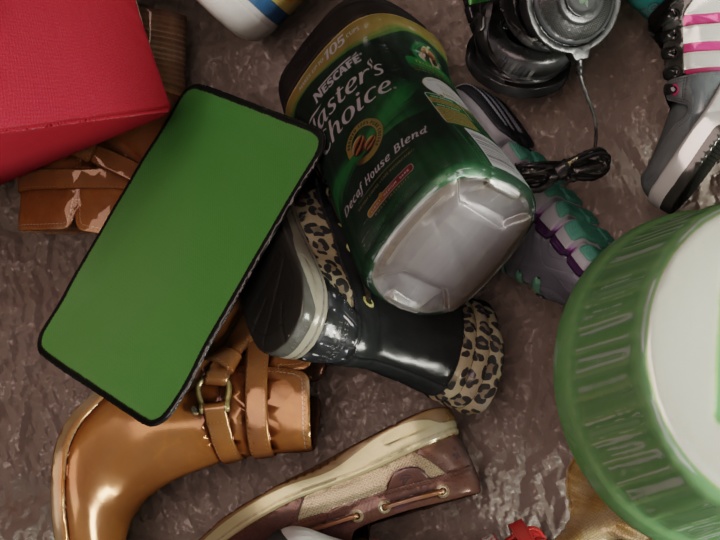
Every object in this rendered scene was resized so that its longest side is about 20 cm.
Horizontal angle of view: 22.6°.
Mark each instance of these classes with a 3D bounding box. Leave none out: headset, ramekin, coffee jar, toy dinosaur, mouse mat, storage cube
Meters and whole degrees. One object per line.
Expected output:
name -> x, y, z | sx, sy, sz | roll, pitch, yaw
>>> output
headset -> 0.097, -0.144, 1.074 | 0.094, 0.124, 0.201 | -16, 75, -23
ramekin -> 0.215, 0.055, 0.994 | 0.199, 0.098, 0.201 | 3, 78, -15
coffee jar -> 0.021, -0.074, 1.062 | 0.104, 0.085, 0.200 | -50, 39, 21
toy dinosaur -> 0.155, 0.149, 1.050 | 0.101, 0.058, 0.200 | 44, 64, 13
mouse mat -> -0.112, -0.014, 1.091 | 0.161, 0.008, 0.201 | 25, 84, 50
storage cube -> -0.247, -0.141, 1.065 | 0.199, 0.179, 0.172 | -18, 88, 36

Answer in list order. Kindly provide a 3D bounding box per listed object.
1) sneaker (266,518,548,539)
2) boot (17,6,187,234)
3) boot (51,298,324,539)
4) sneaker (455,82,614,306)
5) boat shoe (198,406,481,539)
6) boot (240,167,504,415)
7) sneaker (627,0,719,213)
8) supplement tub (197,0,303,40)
sneaker -> 0.050, 0.180, 1.064 | 0.201, 0.067, 0.108 | 36, 91, -7
boot -> -0.211, -0.102, 1.201 | 0.199, 0.077, 0.156 | 9, 91, 11
boot -> -0.103, 0.106, 1.127 | 0.154, 0.077, 0.201 | 6, 68, 10
sneaker -> 0.096, -0.017, 1.104 | 0.087, 0.074, 0.200 | -42, 63, 17
boat shoe -> -0.018, 0.158, 1.108 | 0.199, 0.072, 0.072 | -29, 80, 8
boot -> -0.001, 0.002, 1.111 | 0.074, 0.153, 0.204 | -55, 28, 26
sneaker -> 0.187, -0.144, 1.078 | 0.120, 0.084, 0.201 | 28, 83, 12
supplement tub -> -0.048, -0.260, 1.129 | 0.200, 0.145, 0.145 | -45, 74, 7
